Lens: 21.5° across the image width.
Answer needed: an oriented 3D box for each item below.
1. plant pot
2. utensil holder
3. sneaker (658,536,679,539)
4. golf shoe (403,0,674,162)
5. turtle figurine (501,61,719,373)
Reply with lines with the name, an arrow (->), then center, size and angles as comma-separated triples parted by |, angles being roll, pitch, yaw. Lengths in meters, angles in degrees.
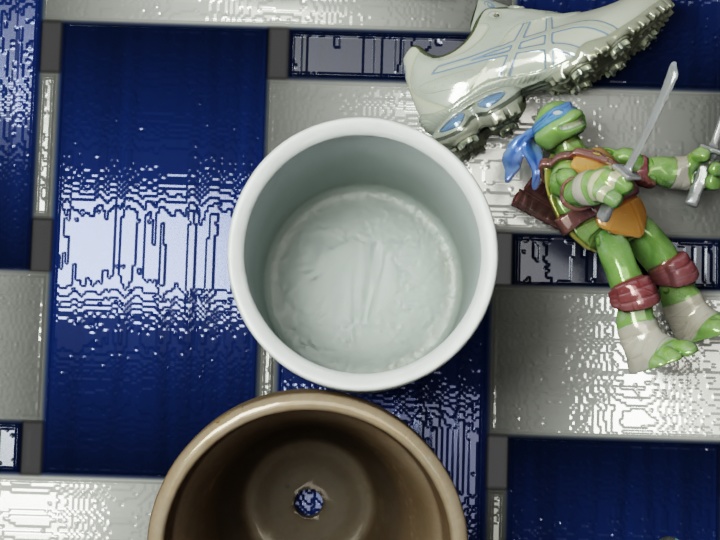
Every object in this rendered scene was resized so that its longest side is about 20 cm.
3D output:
plant pot -> -0.034, 0.166, 1.252 | 0.200, 0.175, 0.201 | 0, 95, 0
utensil holder -> 0.000, 0.000, 1.266 | 0.169, 0.200, 0.171 | 0, 84, -1
sneaker -> 0.133, 0.232, 1.306 | 0.200, 0.078, 0.091 | -34, 81, -5
golf shoe -> 0.124, -0.164, 1.350 | 0.200, 0.078, 0.097 | -28, 78, -5
turtle figurine -> 0.208, -0.043, 1.295 | 0.200, 0.144, 0.194 | -23, 92, 10
